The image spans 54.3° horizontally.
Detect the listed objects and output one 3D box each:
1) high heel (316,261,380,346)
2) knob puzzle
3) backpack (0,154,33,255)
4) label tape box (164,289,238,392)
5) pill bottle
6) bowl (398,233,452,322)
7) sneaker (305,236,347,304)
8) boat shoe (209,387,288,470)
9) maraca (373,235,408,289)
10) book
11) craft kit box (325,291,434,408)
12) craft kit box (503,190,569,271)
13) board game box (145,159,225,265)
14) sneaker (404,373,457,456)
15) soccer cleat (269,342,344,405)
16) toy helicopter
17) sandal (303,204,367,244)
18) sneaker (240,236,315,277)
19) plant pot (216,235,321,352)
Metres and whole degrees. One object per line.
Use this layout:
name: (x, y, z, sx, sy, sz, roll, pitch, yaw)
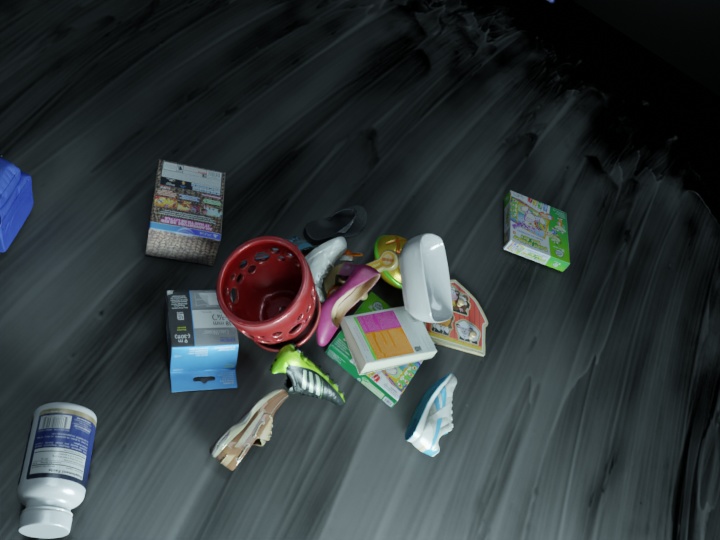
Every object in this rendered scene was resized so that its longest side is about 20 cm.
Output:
high heel: (-0.029, 0.078, 1.543, 0.094, 0.067, 0.205, 13, 77, 30)
knob puzzle: (0.240, 0.103, 1.776, 0.213, 0.031, 0.225, 12, 53, -16)
backpack: (-0.783, -0.163, 1.408, 0.194, 0.170, 0.165, 18, 44, -7)
label tape box: (-0.329, 0.142, 1.465, 0.140, 0.064, 0.205, 0, 57, -24)
pill bottle: (-0.523, 0.343, 1.204, 0.108, 0.112, 0.205, 9, 54, -18)
bowl: (0.148, 0.020, 1.628, 0.199, 0.073, 0.207, 0, 83, -68)
sneaker: (-0.094, 0.020, 1.609, 0.198, 0.074, 0.117, -35, 65, 2)
boat shoe: (-0.211, 0.316, 1.397, 0.072, 0.076, 0.199, 46, 57, 3)
maraca: (0.109, -0.003, 1.743, 0.201, 0.107, 0.137, 48, 43, -1)
book: (0.064, 0.151, 1.599, 0.195, 0.049, 0.136, -7, 56, -29)
craft kit box: (0.048, 0.180, 1.627, 0.198, 0.049, 0.198, 38, 47, 4)
craft kit box: (0.509, -0.116, 2.038, 0.195, 0.049, 0.202, 18, 54, -11)
board game box: (-0.398, -0.132, 1.605, 0.155, 0.098, 0.205, 10, 53, -18)
sneaker: (0.172, 0.319, 1.571, 0.080, 0.077, 0.202, 38, 56, -5)
soccer cleat: (-0.111, 0.234, 1.479, 0.081, 0.067, 0.200, -47, 120, -4)
toy helicopter: (0.000, 0.000, 1.630, 0.079, 0.196, 0.136, 26, 42, -61)
sandal: (-0.054, -0.119, 1.789, 0.197, 0.043, 0.077, -27, 71, -36)
sneaker: (-0.206, -0.028, 1.650, 0.196, 0.081, 0.096, -15, 41, -31)
plant pot: (-0.184, 0.058, 1.472, 0.194, 0.184, 0.206, -4, 63, 8)
